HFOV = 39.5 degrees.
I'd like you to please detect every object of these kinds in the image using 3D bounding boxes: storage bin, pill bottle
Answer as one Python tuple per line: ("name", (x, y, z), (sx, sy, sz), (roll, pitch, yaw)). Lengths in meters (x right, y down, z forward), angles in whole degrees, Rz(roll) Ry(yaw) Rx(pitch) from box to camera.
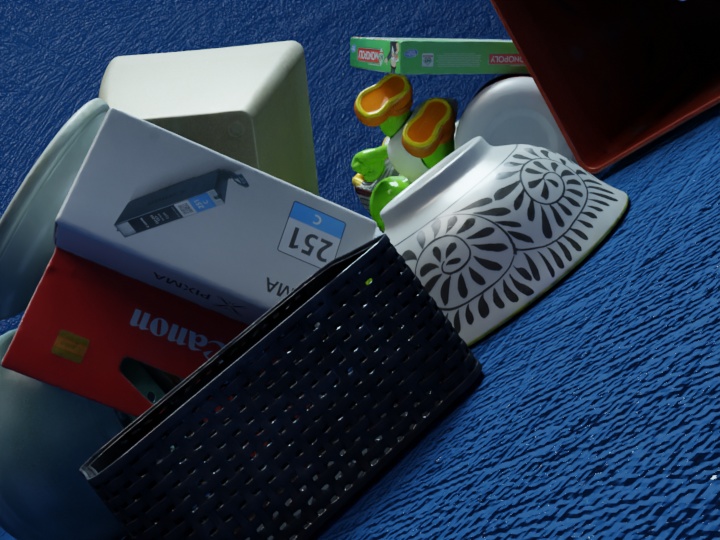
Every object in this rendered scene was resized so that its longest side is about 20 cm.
("storage bin", (-0.046, 0.082, 0.558), (0.200, 0.094, 0.135), (-40, 6, -19))
("pill bottle", (0.146, -0.124, 0.923), (0.112, 0.113, 0.200), (-36, 5, 15))

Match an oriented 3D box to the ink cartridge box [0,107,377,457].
("ink cartridge box", (-0.104, 0.012, 0.652), (0.045, 0.198, 0.178), (130, 160, -62))

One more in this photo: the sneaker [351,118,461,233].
("sneaker", (0.062, -0.119, 1.091), (0.199, 0.082, 0.078), (-37, 9, 38))

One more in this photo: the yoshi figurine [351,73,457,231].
("yoshi figurine", (0.044, -0.091, 0.956), (0.110, 0.114, 0.200), (-5, -23, 9))

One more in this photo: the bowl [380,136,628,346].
("bowl", (0.075, -0.028, 0.690), (0.200, 0.095, 0.201), (-37, 6, 5))

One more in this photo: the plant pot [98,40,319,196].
("plant pot", (-0.146, -0.094, 0.943), (0.197, 0.203, 0.177), (-5, 19, 2))

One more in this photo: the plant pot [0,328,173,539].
("plant pot", (-0.204, 0.118, 0.824), (0.133, 0.202, 0.200), (-24, 11, 30))

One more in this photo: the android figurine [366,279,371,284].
("android figurine", (0.000, 0.000, 0.917), (0.179, 0.042, 0.200), (-7, 7, 16))

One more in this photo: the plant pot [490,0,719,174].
("plant pot", (0.245, -0.226, 0.785), (0.175, 0.202, 0.199), (-28, -2, -40))

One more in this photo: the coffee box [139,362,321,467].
("coffee box", (-0.117, 0.046, 0.742), (0.080, 0.201, 0.114), (-41, 8, -25))

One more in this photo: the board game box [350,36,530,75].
("board game box", (0.104, -0.194, 0.903), (0.197, 0.030, 0.134), (-3, 15, -18))

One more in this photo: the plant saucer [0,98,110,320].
("plant saucer", (-0.234, -0.035, 0.780), (0.201, 0.050, 0.200), (-57, 9, 13))

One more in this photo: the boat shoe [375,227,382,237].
("boat shoe", (-0.021, -0.002, 1.249), (0.200, 0.087, 0.074), (-2, -27, -43))
